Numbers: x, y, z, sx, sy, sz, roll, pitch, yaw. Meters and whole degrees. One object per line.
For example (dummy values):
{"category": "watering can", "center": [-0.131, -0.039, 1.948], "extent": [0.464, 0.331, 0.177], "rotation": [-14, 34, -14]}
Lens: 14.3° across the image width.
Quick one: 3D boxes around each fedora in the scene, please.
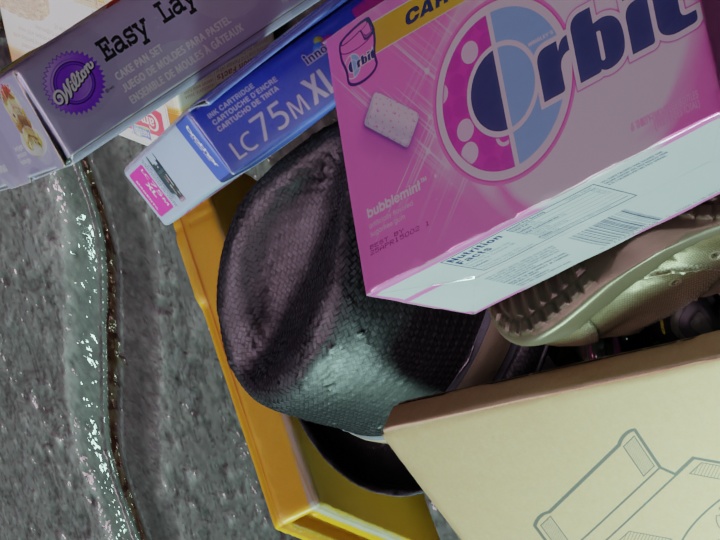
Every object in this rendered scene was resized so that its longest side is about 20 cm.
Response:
{"category": "fedora", "center": [0.000, 0.000, 1.263], "extent": [0.200, 0.091, 0.202], "rotation": [-5, 84, 49]}

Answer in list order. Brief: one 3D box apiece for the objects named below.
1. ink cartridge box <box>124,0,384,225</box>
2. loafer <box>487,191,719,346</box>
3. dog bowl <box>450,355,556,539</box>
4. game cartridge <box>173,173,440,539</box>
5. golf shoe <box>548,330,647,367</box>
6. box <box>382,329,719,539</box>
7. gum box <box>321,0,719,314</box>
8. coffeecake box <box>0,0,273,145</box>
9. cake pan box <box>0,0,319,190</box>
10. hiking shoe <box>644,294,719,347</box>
{"category": "ink cartridge box", "center": [-0.033, -0.079, 1.264], "extent": [0.042, 0.119, 0.200], "rotation": [53, 165, -1]}
{"category": "loafer", "center": [0.136, -0.033, 1.147], "extent": [0.200, 0.067, 0.076], "rotation": [-32, 63, 34]}
{"category": "dog bowl", "center": [0.064, 0.079, 1.391], "extent": [0.200, 0.059, 0.200], "rotation": [58, 172, 13]}
{"category": "game cartridge", "center": [-0.031, 0.047, 1.435], "extent": [0.176, 0.032, 0.201], "rotation": [33, -148, -64]}
{"category": "golf shoe", "center": [0.089, -0.020, 1.329], "extent": [0.092, 0.072, 0.201], "rotation": [14, 125, 51]}
{"category": "box", "center": [0.132, 0.099, 1.207], "extent": [0.199, 0.021, 0.164], "rotation": [-14, 126, 33]}
{"category": "gum box", "center": [0.075, -0.069, 1.118], "extent": [0.200, 0.066, 0.114], "rotation": [-28, 63, 39]}
{"category": "coffeecake box", "center": [-0.127, -0.177, 1.494], "extent": [0.153, 0.073, 0.201], "rotation": [22, 131, 44]}
{"category": "cake pan box", "center": [-0.088, -0.105, 1.261], "extent": [0.052, 0.184, 0.200], "rotation": [59, 164, -7]}
{"category": "hiking shoe", "center": [0.147, 0.056, 1.277], "extent": [0.101, 0.076, 0.200], "rotation": [-31, 88, 29]}
